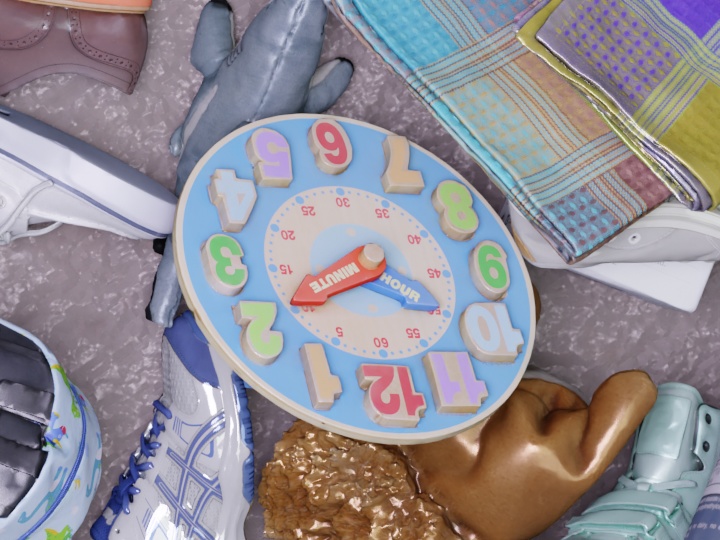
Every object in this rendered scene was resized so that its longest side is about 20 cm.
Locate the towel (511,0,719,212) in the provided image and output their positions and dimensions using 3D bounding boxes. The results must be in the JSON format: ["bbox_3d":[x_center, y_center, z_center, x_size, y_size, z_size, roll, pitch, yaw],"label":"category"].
[{"bbox_3d":[0.185,-0.132,1.295,0.144,0.023,0.200,45,60,5],"label":"towel"}]

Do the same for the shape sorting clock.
[{"bbox_3d":[0.000,0.000,1.252,0.200,0.039,0.200,13,55,-20],"label":"shape sorting clock"}]

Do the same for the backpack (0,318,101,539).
[{"bbox_3d":[-0.232,0.084,1.253,0.200,0.154,0.163,-1,59,26],"label":"backpack"}]

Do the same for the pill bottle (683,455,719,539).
[{"bbox_3d":[0.241,0.134,1.295,0.120,0.120,0.200,30,75,-12],"label":"pill bottle"}]

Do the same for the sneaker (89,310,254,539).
[{"bbox_3d":[-0.104,0.123,1.336,0.088,0.075,0.200,-4,94,-11],"label":"sneaker"}]

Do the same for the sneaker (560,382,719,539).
[{"bbox_3d":[0.149,0.121,1.349,0.074,0.200,0.118,3,91,30],"label":"sneaker"}]

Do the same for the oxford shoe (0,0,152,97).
[{"bbox_3d":[-0.211,-0.127,1.301,0.200,0.071,0.073,2,100,-12],"label":"oxford shoe"}]

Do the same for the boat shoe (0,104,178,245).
[{"bbox_3d":[-0.200,-0.042,1.303,0.202,0.075,0.086,23,98,-4],"label":"boat shoe"}]

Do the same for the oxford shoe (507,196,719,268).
[{"bbox_3d":[0.168,-0.032,1.313,0.200,0.075,0.058,-1,139,-18],"label":"oxford shoe"}]

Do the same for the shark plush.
[{"bbox_3d":[-0.078,-0.070,1.323,0.091,0.083,0.200,37,86,-12],"label":"shark plush"}]

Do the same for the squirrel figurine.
[{"bbox_3d":[0.025,0.080,1.332,0.187,0.142,0.200,37,84,-5],"label":"squirrel figurine"}]

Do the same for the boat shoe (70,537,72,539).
[{"bbox_3d":[-0.202,0.173,1.308,0.091,0.071,0.200,4,76,-7],"label":"boat shoe"}]

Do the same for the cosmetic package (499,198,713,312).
[{"bbox_3d":[0.165,-0.088,1.374,0.113,0.081,0.200,20,91,-10],"label":"cosmetic package"}]

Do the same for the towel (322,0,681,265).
[{"bbox_3d":[0.095,-0.110,1.286,0.147,0.022,0.200,-33,73,-29],"label":"towel"}]
